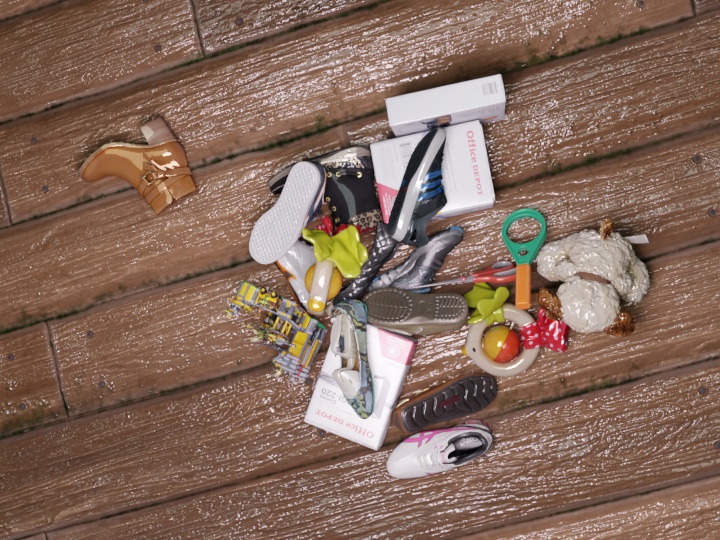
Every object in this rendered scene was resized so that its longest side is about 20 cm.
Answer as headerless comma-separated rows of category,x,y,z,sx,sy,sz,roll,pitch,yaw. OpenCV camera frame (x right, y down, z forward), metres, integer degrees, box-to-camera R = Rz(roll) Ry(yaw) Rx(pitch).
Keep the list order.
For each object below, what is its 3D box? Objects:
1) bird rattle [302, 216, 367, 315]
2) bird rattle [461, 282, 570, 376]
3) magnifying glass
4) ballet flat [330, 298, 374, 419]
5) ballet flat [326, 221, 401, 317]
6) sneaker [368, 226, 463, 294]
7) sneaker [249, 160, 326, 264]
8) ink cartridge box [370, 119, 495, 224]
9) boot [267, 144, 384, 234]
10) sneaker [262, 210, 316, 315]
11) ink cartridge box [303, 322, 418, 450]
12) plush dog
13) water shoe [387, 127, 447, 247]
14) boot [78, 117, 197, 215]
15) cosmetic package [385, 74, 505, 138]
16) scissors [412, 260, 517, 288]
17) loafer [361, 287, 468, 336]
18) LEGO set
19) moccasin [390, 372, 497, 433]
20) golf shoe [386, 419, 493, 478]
bird rattle,-0.062,-0.010,1.595,0.111,0.200,0.166,16,90,-8
bird rattle,0.262,0.107,1.667,0.197,0.113,0.165,25,108,-10
magnifying glass,0.279,-0.023,1.635,0.078,0.023,0.202,-7,51,19
ballet flat,-0.021,0.150,1.614,0.073,0.074,0.204,-7,82,7
ballet flat,0.000,0.000,1.680,0.056,0.067,0.201,36,107,-7
sneaker,0.111,0.000,1.692,0.199,0.073,0.082,-39,87,15
sneaker,-0.117,-0.099,1.659,0.078,0.079,0.201,38,110,9
ink cartridge box,0.128,-0.166,1.682,0.196,0.086,0.150,-10,87,7
boot,-0.057,-0.127,1.716,0.197,0.073,0.153,-17,87,3
sneaker,-0.107,-0.025,1.726,0.091,0.076,0.202,-29,85,-11
ink cartridge box,0.001,0.194,1.689,0.143,0.085,0.203,20,93,8
plush dog,0.385,0.023,1.584,0.197,0.161,0.174,15,66,7
water shoe,0.112,-0.139,1.619,0.078,0.071,0.203,22,91,-19
boot,-0.408,-0.169,1.771,0.198,0.077,0.157,-28,89,-1
cosmetic package,0.149,-0.277,1.650,0.196,0.151,0.053,-11,88,8
scissors,0.191,0.015,1.648,0.197,0.073,0.014,-13,115,-17
loafer,0.092,0.078,1.634,0.197,0.068,0.077,5,58,24
LEGO set,-0.152,0.114,1.648,0.152,0.200,0.117,21,77,17
moccasin,0.146,0.229,1.663,0.199,0.078,0.075,-24,97,-17
golf shoe,0.134,0.312,1.663,0.197,0.092,0.074,-22,87,8
